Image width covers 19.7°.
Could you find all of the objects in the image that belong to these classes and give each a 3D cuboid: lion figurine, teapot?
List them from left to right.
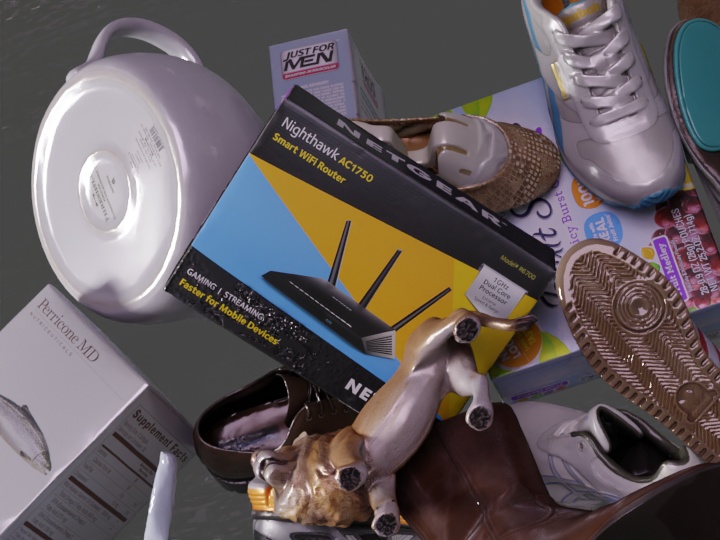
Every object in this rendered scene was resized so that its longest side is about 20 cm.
[{"bbox_3d":[-0.123,-0.061,1.433,0.197,0.146,0.201,18,108,41],"label":"teapot"},{"bbox_3d":[0.023,0.086,1.251,0.200,0.122,0.072,-43,104,3],"label":"lion figurine"}]

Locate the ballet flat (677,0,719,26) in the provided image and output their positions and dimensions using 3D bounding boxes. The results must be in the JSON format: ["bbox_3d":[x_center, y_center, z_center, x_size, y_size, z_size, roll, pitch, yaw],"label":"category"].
[{"bbox_3d":[0.273,-0.258,1.438,0.068,0.072,0.200,28,79,24],"label":"ballet flat"}]

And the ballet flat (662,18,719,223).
[{"bbox_3d":[0.242,-0.068,1.366,0.067,0.064,0.200,-16,73,-20],"label":"ballet flat"}]

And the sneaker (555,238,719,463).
[{"bbox_3d":[0.198,0.057,1.294,0.071,0.112,0.200,-43,90,9],"label":"sneaker"}]

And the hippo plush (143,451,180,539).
[{"bbox_3d":[-0.152,0.249,1.298,0.160,0.200,0.160,-15,43,18],"label":"hippo plush"}]

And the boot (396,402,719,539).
[{"bbox_3d":[0.113,0.124,1.223,0.186,0.064,0.200,-33,30,2],"label":"boot"}]

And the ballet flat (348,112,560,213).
[{"bbox_3d":[0.032,-0.071,1.333,0.199,0.065,0.071,-5,67,-3],"label":"ballet flat"}]

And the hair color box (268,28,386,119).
[{"bbox_3d":[-0.013,-0.051,1.419,0.060,0.099,0.200,-11,66,11],"label":"hair color box"}]

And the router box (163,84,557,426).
[{"bbox_3d":[0.000,0.000,1.299,0.200,0.051,0.149,32,107,-6],"label":"router box"}]

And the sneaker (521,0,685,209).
[{"bbox_3d":[0.150,-0.130,1.344,0.076,0.081,0.200,-22,65,0],"label":"sneaker"}]

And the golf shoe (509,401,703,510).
[{"bbox_3d":[0.150,0.109,1.290,0.078,0.097,0.200,-38,39,-26],"label":"golf shoe"}]

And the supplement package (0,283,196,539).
[{"bbox_3d":[-0.224,0.132,1.394,0.200,0.117,0.117,-46,61,-6],"label":"supplement package"}]

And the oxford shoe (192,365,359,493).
[{"bbox_3d":[-0.017,0.090,1.373,0.200,0.084,0.073,-23,63,4],"label":"oxford shoe"}]

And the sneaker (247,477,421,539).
[{"bbox_3d":[0.024,0.178,1.340,0.200,0.078,0.077,6,97,14],"label":"sneaker"}]

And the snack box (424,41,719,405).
[{"bbox_3d":[0.142,-0.030,1.385,0.168,0.068,0.200,-18,63,7],"label":"snack box"}]
